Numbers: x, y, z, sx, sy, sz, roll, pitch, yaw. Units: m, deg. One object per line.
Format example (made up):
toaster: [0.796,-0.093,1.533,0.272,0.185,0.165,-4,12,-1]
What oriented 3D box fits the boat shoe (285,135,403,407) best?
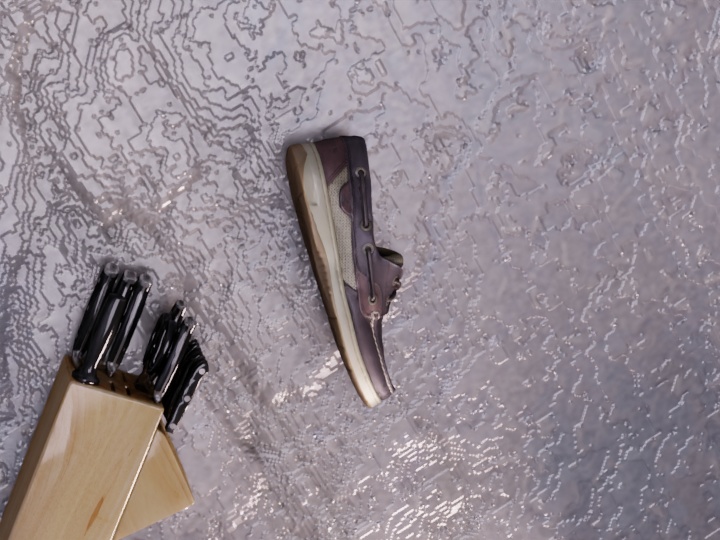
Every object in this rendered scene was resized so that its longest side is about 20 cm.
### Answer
boat shoe: [0.000,0.000,1.025,0.065,0.072,0.200,-17,101,-5]

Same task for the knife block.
knife block: [-0.195,0.101,1.002,0.200,0.064,0.176,-25,108,-7]
